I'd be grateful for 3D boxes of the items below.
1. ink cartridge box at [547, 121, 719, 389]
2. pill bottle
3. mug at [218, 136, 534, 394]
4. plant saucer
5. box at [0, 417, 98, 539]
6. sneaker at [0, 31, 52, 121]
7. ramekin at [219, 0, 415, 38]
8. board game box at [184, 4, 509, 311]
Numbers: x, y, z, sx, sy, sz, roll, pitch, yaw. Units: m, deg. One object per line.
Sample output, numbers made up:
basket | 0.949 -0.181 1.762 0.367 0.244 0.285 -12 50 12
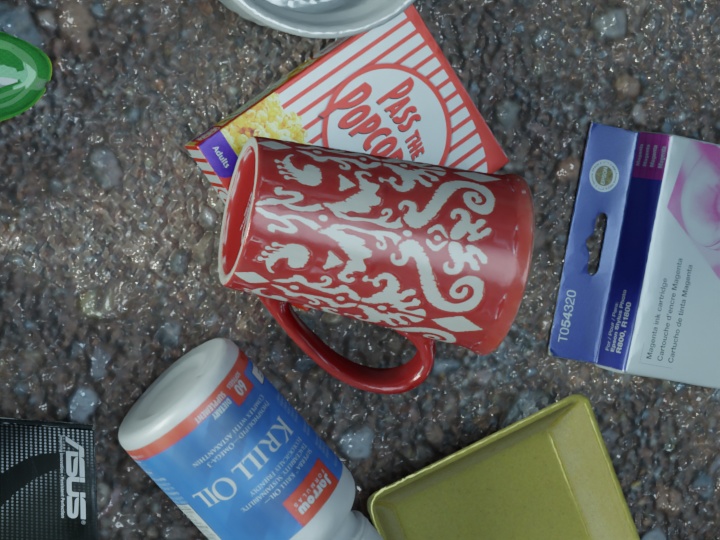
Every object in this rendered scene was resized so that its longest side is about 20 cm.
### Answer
ink cartridge box | 0.265 -0.007 1.388 0.199 0.043 0.197 9 91 -20
pill bottle | -0.074 0.156 1.254 0.112 0.112 0.200 -45 105 -10
mug | 0.003 -0.002 1.211 0.199 0.133 0.178 12 89 -15
plant saucer | 0.118 0.223 1.354 0.200 0.048 0.200 -24 100 -15
box | -0.275 0.194 1.159 0.193 0.048 0.201 6 56 -20
sneaker | -0.311 -0.148 1.169 0.199 0.084 0.074 13 90 -19
ramekin | -0.039 -0.267 1.241 0.200 0.098 0.201 -1 94 -17
board game box | -0.008 -0.089 1.290 0.200 0.046 0.152 -37 104 -12
